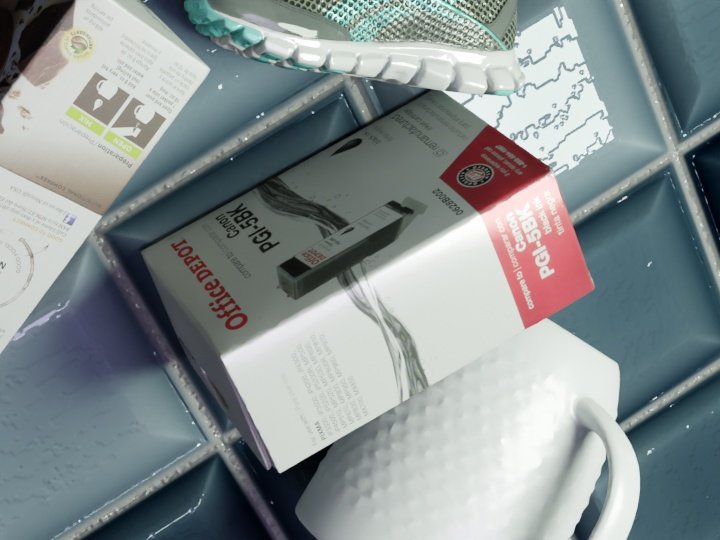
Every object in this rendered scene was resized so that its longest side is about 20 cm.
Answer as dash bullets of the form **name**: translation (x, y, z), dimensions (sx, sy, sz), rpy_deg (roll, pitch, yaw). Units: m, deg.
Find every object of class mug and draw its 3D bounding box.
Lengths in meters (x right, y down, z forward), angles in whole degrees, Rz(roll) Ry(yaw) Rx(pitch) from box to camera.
- **mug**: translation (0.082, 0.114, 1.038), dimensions (0.148, 0.200, 0.175), rpy_deg (31, 92, -38)

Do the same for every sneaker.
- **sneaker**: translation (0.001, -0.148, 0.959), dimensions (0.200, 0.078, 0.091), rpy_deg (4, 96, -31)

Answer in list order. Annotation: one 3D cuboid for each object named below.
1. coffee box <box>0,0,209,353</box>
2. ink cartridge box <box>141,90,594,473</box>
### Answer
- **coffee box**: translation (-0.177, -0.056, 0.883), dimensions (0.080, 0.113, 0.200), rpy_deg (33, 97, -34)
- **ink cartridge box**: translation (0.000, 0.000, 0.973), dimensions (0.200, 0.147, 0.083), rpy_deg (-30, 122, -10)
